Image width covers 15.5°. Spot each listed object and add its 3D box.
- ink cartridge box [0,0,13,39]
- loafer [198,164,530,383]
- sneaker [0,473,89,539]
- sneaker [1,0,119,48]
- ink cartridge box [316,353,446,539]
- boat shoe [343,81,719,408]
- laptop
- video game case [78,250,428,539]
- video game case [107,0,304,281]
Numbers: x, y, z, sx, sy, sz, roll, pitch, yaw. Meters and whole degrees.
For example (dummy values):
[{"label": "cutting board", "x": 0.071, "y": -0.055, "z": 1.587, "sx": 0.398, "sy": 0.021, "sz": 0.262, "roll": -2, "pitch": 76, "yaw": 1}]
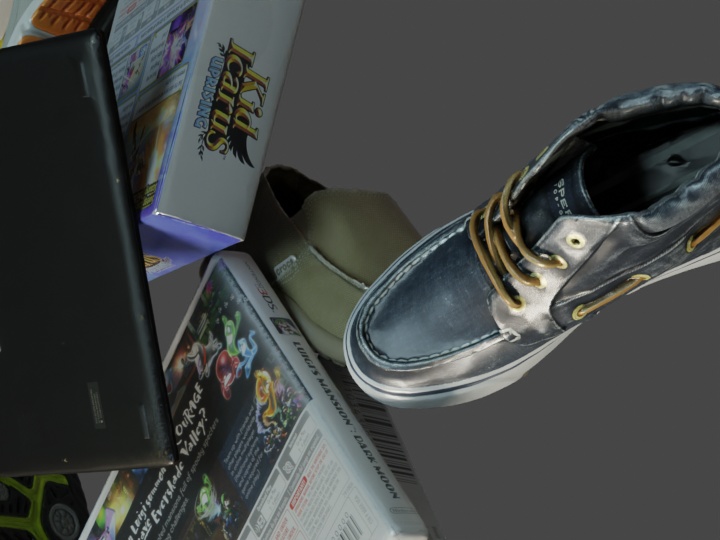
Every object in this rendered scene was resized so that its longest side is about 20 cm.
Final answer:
[{"label": "ink cartridge box", "x": -0.251, "y": -0.234, "z": 1.458, "sx": 0.200, "sy": 0.086, "sz": 0.147, "roll": 36, "pitch": 107, "yaw": 45}, {"label": "loafer", "x": 0.000, "y": 0.000, "z": 1.158, "sx": 0.200, "sy": 0.075, "sz": 0.069, "roll": 21, "pitch": 102, "yaw": 46}, {"label": "sneaker", "x": -0.175, "y": 0.164, "z": 1.301, "sx": 0.076, "sy": 0.075, "sz": 0.201, "roll": -29, "pitch": 60, "yaw": 37}, {"label": "sneaker", "x": -0.145, "y": -0.153, "z": 1.353, "sx": 0.092, "sy": 0.075, "sz": 0.201, "roll": 23, "pitch": 93, "yaw": 56}, {"label": "ink cartridge box", "x": -0.031, "y": 0.176, "z": 1.171, "sx": 0.200, "sy": 0.043, "sz": 0.199, "roll": -48, "pitch": 50, "yaw": 30}, {"label": "boat shoe", "x": 0.070, "y": -0.014, "z": 1.031, "sx": 0.200, "sy": 0.091, "sz": 0.071, "roll": -28, "pitch": 68, "yaw": 14}, {"label": "laptop", "x": -0.135, "y": -0.009, "z": 1.216, "sx": 0.199, "sy": 0.116, "sz": 0.188, "roll": -7, "pitch": 95, "yaw": 41}, {"label": "video game case", "x": -0.056, "y": 0.125, "z": 1.146, "sx": 0.182, "sy": 0.023, "sz": 0.201, "roll": 55, "pitch": 129, "yaw": 41}, {"label": "video game case", "x": -0.079, "y": -0.091, "z": 1.209, "sx": 0.200, "sy": 0.045, "sz": 0.182, "roll": 161, "pitch": 125, "yaw": -69}]
